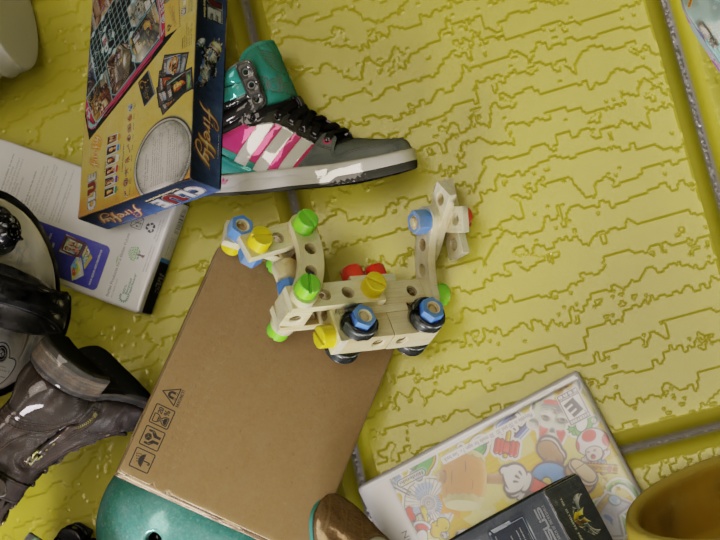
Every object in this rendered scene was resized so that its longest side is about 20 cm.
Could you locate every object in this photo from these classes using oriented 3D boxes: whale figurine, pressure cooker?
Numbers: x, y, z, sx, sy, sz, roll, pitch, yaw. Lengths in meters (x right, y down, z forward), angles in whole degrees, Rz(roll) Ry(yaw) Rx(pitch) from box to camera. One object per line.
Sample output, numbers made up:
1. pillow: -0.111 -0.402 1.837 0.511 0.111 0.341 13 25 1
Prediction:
1. whale figurine: -0.114 0.215 1.320 0.199 0.104 0.160 20 95 11
2. pressure cooker: -0.332 0.017 1.303 0.199 0.176 0.180 -1 118 35

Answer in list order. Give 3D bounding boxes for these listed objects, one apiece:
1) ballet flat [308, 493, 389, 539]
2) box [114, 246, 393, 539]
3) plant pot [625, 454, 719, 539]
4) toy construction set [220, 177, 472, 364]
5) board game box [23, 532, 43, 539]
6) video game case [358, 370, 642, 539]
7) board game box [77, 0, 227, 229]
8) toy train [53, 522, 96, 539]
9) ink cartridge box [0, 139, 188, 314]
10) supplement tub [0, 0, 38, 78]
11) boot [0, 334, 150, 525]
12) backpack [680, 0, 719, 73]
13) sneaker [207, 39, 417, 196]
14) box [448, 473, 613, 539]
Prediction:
1. ballet flat: 0.017 0.263 1.278 0.072 0.068 0.202 -1 106 39
2. box: -0.076 0.101 1.309 0.163 0.021 0.201 25 68 -5
3. plant pot: 0.305 0.239 1.190 0.199 0.201 0.190 -15 97 11
4. toy construction set: 0.000 0.000 1.310 0.199 0.092 0.132 -13 62 -17
5. board game box: -0.177 0.268 1.308 0.199 0.105 0.024 33 77 -2
6. video game case: 0.124 0.205 1.311 0.199 0.023 0.183 -29 80 8
7. board game box: -0.165 -0.146 1.349 0.135 0.034 0.202 -15 66 39
8. toy train: -0.270 0.300 1.379 0.034 0.046 0.201 24 91 13
9. ink cartridge box: -0.251 -0.041 1.410 0.199 0.039 0.100 20 90 12
10. supplement tub: -0.384 -0.195 1.401 0.199 0.140 0.141 -17 82 10
11. boot: -0.251 0.140 1.304 0.069 0.200 0.174 41 92 28
12. backpack: 0.338 -0.169 1.223 0.153 0.176 0.200 -42 78 23
13. sneaker: -0.055 -0.125 1.354 0.198 0.084 0.122 -4 94 13
14. box: 0.140 0.270 1.230 0.157 0.051 0.201 -37 75 40
